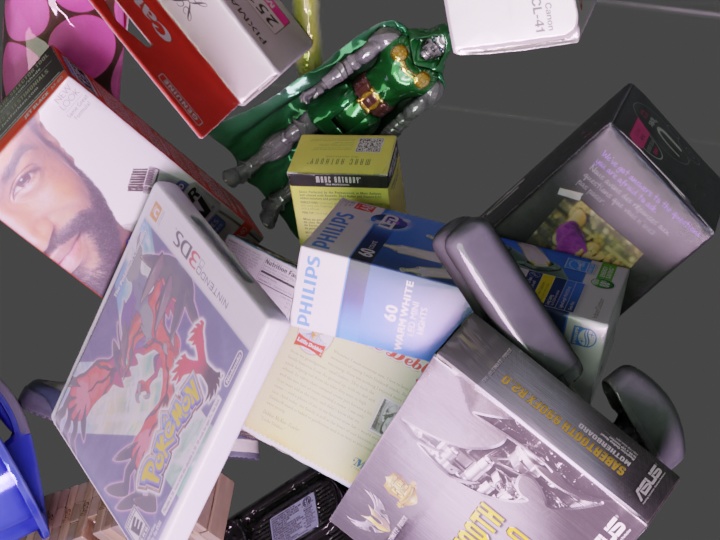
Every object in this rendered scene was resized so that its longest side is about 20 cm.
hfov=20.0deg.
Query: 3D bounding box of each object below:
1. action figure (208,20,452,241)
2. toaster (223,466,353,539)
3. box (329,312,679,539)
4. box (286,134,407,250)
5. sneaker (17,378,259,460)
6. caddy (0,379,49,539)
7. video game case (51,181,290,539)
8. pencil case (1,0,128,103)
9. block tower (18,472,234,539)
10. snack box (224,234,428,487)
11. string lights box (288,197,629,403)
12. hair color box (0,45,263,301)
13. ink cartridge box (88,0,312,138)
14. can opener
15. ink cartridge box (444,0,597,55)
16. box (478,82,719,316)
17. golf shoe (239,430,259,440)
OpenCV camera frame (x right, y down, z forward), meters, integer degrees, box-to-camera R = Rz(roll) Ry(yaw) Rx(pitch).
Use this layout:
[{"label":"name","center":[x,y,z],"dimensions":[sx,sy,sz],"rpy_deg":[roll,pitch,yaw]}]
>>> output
[{"label":"action figure","center":[-0.008,-0.111,1.445],"dimensions":[0.200,0.055,0.118],"rpy_deg":[-39,104,23]},{"label":"toaster","center":[-0.008,0.233,1.483],"dimensions":[0.199,0.182,0.119],"rpy_deg":[-34,133,21]},{"label":"box","center":[0.083,0.140,1.249],"dimensions":[0.158,0.048,0.200],"rpy_deg":[38,139,7]},{"label":"box","center":[0.000,0.000,1.452],"dimensions":[0.075,0.050,0.201],"rpy_deg":[1,126,14]},{"label":"sneaker","center":[-0.163,0.091,1.558],"dimensions":[0.198,0.070,0.083],"rpy_deg":[9,86,14]},{"label":"caddy","center":[-0.304,0.126,1.541],"dimensions":[0.105,0.141,0.201],"rpy_deg":[-30,79,-14]},{"label":"video game case","center":[-0.134,0.069,1.378],"dimensions":[0.023,0.182,0.201],"rpy_deg":[10,115,-38]},{"label":"pencil case","center":[-0.212,-0.129,1.476],"dimensions":[0.093,0.091,0.201],"rpy_deg":[-3,114,-22]},{"label":"block tower","center":[-0.189,0.193,1.562],"dimensions":[0.199,0.058,0.054],"rpy_deg":[-21,132,34]},{"label":"snack box","center":[-0.025,0.070,1.384],"dimensions":[0.199,0.037,0.117],"rpy_deg":[27,94,17]},{"label":"string lights box","center":[0.065,0.018,1.312],"dimensions":[0.199,0.103,0.059],"rpy_deg":[14,113,10]},{"label":"hair color box","center":[-0.177,-0.050,1.442],"dimensions":[0.111,0.064,0.200],"rpy_deg":[-47,122,6]},{"label":"ink cartridge box","center":[-0.129,-0.199,1.379],"dimensions":[0.043,0.174,0.200],"rpy_deg":[-36,97,22]},{"label":"can opener","center":[0.123,0.045,1.232],"dimensions":[0.067,0.053,0.201],"rpy_deg":[-35,99,-10]},{"label":"ink cartridge box","center":[0.101,-0.232,1.297],"dimensions":[0.085,0.200,0.149],"rpy_deg":[-6,107,16]},{"label":"box","center":[0.141,-0.016,1.403],"dimensions":[0.106,0.122,0.200],"rpy_deg":[46,112,-4]},{"label":"golf shoe","center":[-0.016,0.087,1.456],"dimensions":[0.198,0.078,0.095],"rpy_deg":[2,149,17]}]
